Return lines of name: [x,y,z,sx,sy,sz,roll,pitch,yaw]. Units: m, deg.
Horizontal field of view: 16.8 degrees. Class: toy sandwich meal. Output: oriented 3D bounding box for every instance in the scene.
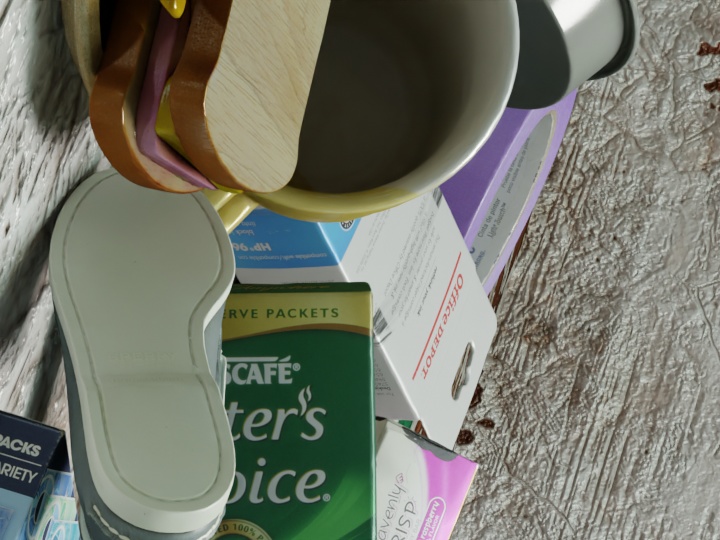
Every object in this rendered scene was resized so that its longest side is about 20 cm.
toy sandwich meal: [-0.044,-0.126,0.903,0.205,0.070,0.205,19,90,-74]

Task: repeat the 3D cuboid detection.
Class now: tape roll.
tape roll: [0.059,-0.047,1.460,0.200,0.066,0.200,-60,168,-22]

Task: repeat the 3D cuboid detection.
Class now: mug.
mug: [-0.031,-0.082,1.070,0.153,0.186,0.150,113,-38,-81]

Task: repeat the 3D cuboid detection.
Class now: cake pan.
cake pan: [0.035,-0.146,1.107,0.037,0.200,0.200,-50,165,-17]

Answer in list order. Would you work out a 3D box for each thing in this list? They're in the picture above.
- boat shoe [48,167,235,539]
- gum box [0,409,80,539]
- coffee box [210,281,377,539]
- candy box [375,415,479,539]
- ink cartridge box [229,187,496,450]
boat shoe: [-0.085,0.038,0.927,0.200,0.073,0.062,-101,-159,-48]
gum box: [-0.158,0.176,0.907,0.170,0.044,0.200,94,14,-58]
coffee box: [-0.053,0.105,1.011,0.044,0.123,0.200,-109,-160,-87]
candy box: [-0.036,0.134,1.219,0.200,0.061,0.137,9,-105,63]
ink cartridge box: [0.000,0.000,1.293,0.200,0.068,0.116,63,37,-39]
